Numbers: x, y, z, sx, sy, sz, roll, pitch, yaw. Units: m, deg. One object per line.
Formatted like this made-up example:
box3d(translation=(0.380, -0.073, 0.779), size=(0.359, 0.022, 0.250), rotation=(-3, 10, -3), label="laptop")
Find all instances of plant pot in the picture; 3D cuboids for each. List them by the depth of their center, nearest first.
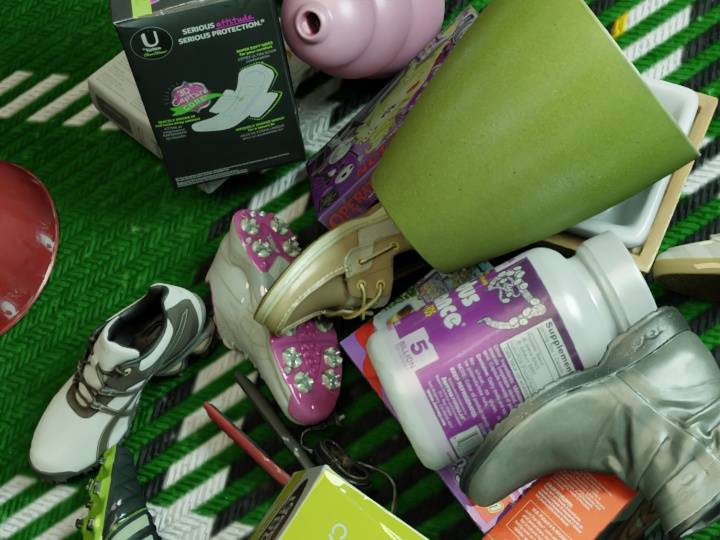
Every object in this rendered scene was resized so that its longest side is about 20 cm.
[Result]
box3d(translation=(0.111, -0.095, 0.999), size=(0.199, 0.187, 0.188), rotation=(-38, 60, 14), label="plant pot")

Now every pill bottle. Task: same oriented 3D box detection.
box3d(translation=(0.112, 0.053, 0.997), size=(0.198, 0.112, 0.113), rotation=(-28, 61, 1), label="pill bottle")

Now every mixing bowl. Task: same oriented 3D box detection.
box3d(translation=(-0.384, -0.035, 1.236), size=(0.197, 0.109, 0.203), rotation=(-6, 65, 13), label="mixing bowl")

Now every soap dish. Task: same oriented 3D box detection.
box3d(translation=(0.168, -0.089, 1.110), size=(0.198, 0.081, 0.159), rotation=(19, 72, 23), label="soap dish")

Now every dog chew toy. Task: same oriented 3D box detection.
box3d(translation=(-0.005, -0.218, 1.155), size=(0.123, 0.200, 0.126), rotation=(6, 107, 20), label="dog chew toy")

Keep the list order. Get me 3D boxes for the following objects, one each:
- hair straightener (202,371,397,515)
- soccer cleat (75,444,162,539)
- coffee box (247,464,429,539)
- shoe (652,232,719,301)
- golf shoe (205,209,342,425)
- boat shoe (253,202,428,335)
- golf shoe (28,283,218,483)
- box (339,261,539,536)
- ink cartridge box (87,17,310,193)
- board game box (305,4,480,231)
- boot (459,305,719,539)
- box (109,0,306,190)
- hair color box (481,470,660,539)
box3d(translation=(-0.038, 0.142, 1.084), size=(0.077, 0.041, 0.200), rotation=(-46, 56, -8), label="hair straightener")
box3d(translation=(-0.180, 0.229, 1.080), size=(0.080, 0.068, 0.202), rotation=(14, 43, -23), label="soccer cleat")
box3d(translation=(-0.010, 0.266, 0.892), size=(0.199, 0.198, 0.201), rotation=(35, 78, -2), label="coffee box")
box3d(translation=(0.320, -0.012, 1.037), size=(0.197, 0.070, 0.054), rotation=(-1, 69, 7), label="shoe")
box3d(translation=(-0.074, 0.049, 1.126), size=(0.092, 0.075, 0.202), rotation=(-45, 49, 34), label="golf shoe")
box3d(translation=(0.000, 0.000, 1.086), size=(0.066, 0.074, 0.199), rotation=(47, 52, 10), label="boat shoe")
box3d(translation=(-0.212, 0.085, 1.136), size=(0.078, 0.095, 0.200), rotation=(39, 82, 27), label="golf shoe")
box3d(translation=(0.093, 0.091, 1.071), size=(0.136, 0.039, 0.201), rotation=(-37, 61, -3), label="box")
box3d(translation=(-0.127, -0.183, 1.273), size=(0.162, 0.057, 0.200), rotation=(35, 62, 27), label="ink cartridge box")
box3d(translation=(0.037, -0.125, 1.133), size=(0.200, 0.032, 0.120), rotation=(-43, 28, 13), label="board game box")
box3d(translation=(0.173, 0.126, 0.905), size=(0.199, 0.068, 0.131), rotation=(-36, 65, 0), label="boot")
box3d(translation=(-0.126, -0.194, 1.129), size=(0.123, 0.201, 0.150), rotation=(-12, 55, -1), label="box")
box3d(translation=(0.172, 0.164, 0.979), size=(0.200, 0.102, 0.061), rotation=(-46, 61, -7), label="hair color box")
